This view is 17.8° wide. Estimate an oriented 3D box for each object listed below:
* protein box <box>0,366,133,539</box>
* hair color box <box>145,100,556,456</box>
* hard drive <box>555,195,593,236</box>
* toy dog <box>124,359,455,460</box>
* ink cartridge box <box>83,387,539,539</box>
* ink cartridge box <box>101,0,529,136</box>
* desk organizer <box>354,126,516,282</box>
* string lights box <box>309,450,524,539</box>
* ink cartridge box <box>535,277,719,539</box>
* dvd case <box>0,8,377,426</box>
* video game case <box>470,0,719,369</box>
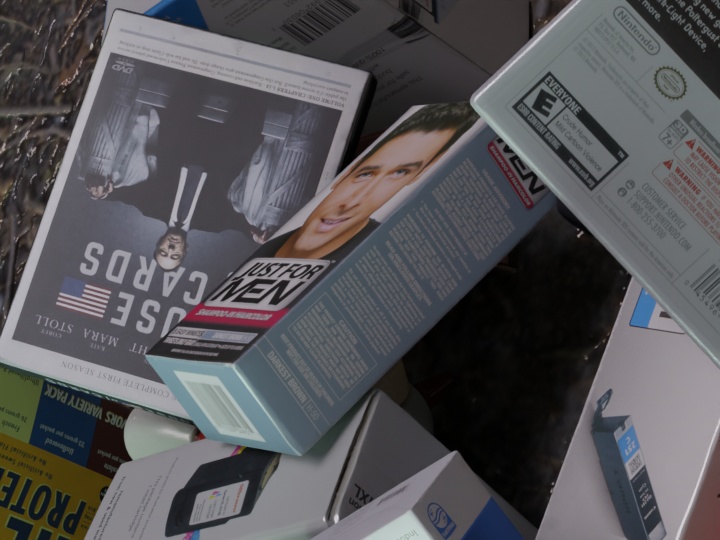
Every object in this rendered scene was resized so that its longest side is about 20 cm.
[{"bbox_3d":[-0.258,0.173,1.441,0.200,0.135,0.199,-13,58,46],"label":"protein box"},{"bbox_3d":[0.000,0.000,1.127,0.200,0.061,0.099,-43,21,-22],"label":"hair color box"},{"bbox_3d":[0.166,-0.096,1.074,0.135,0.042,0.200,30,102,49],"label":"hard drive"},{"bbox_3d":[-0.028,0.076,1.253,0.200,0.096,0.132,21,126,26],"label":"toy dog"},{"bbox_3d":[-0.023,0.149,1.155,0.200,0.146,0.083,-19,38,43],"label":"ink cartridge box"},{"bbox_3d":[-0.022,-0.139,1.298,0.146,0.200,0.086,-28,47,37],"label":"ink cartridge box"},{"bbox_3d":[-0.009,-0.022,1.304,0.200,0.072,0.077,-16,69,45],"label":"desk organizer"},{"bbox_3d":[0.057,0.189,1.004,0.103,0.200,0.059,-35,5,32],"label":"string lights box"},{"bbox_3d":[0.175,0.076,1.055,0.176,0.045,0.200,8,74,53],"label":"ink cartridge box"},{"bbox_3d":[-0.091,-0.026,1.200,0.150,0.025,0.200,15,80,16],"label":"dvd case"},{"bbox_3d":[0.181,-0.064,1.008,0.182,0.200,0.023,-43,1,7],"label":"video game case"}]
